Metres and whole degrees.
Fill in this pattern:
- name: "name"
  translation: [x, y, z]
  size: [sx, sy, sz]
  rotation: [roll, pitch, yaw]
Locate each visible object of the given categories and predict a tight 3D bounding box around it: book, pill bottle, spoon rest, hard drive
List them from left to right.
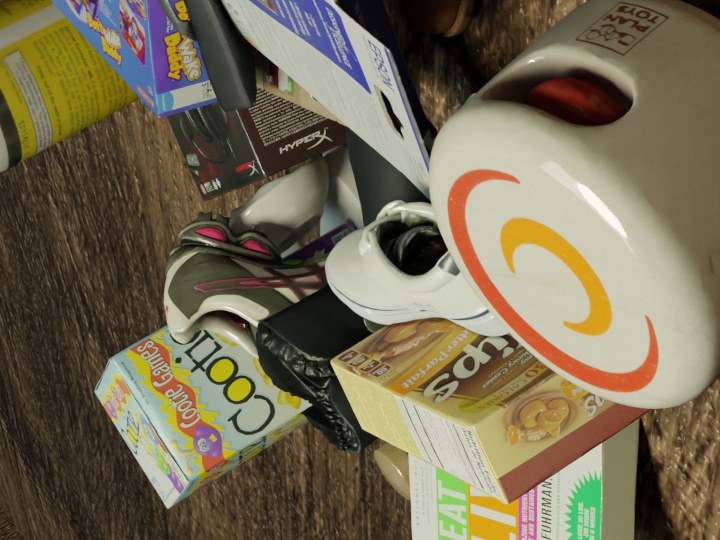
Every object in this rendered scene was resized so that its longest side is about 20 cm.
- name: "pill bottle"
  translation: [-0.223, -0.165, 1.787]
  size: [0.114, 0.200, 0.114]
  rotation: [49, 158, 28]
- name: "spoon rest"
  translation: [-0.066, -0.037, 1.685]
  size: [0.061, 0.099, 0.200]
  rotation: [49, 171, 8]
- name: "hard drive"
  translation: [0.016, 0.012, 1.713]
  size: [0.132, 0.025, 0.200]
  rotation: [51, 159, 24]
- name: "book"
  translation: [0.107, 0.148, 1.555]
  size: [0.200, 0.048, 0.134]
  rotation: [10, 102, 55]

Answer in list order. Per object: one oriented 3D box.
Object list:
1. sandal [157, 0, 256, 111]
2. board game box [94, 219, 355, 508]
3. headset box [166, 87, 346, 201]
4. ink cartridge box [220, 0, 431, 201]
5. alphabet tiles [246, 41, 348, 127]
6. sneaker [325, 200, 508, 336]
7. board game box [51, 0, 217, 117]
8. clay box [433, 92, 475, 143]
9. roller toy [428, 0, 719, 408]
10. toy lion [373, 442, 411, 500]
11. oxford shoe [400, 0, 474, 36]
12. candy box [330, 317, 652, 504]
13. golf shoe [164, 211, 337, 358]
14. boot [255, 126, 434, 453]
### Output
- name: "sandal"
  translation: [-0.110, -0.177, 1.457]
  size: [0.076, 0.043, 0.200]
  rotation: [-89, -14, -49]
- name: "board game box"
  translation: [-0.073, 0.067, 1.668]
  size: [0.103, 0.200, 0.105]
  rotation: [57, 161, 7]
- name: "headset box"
  translation: [-0.098, -0.160, 1.653]
  size: [0.200, 0.075, 0.149]
  rotation: [67, 159, -4]
- name: "ink cartridge box"
  translation: [-0.019, -0.144, 1.365]
  size: [0.200, 0.047, 0.198]
  rotation: [39, 168, 26]
- name: "alphabet tiles"
  translation: [-0.048, -0.200, 1.484]
  size: [0.167, 0.008, 0.200]
  rotation: [26, 128, 37]
- name: "sneaker"
  translation: [0.031, -0.012, 1.389]
  size: [0.071, 0.073, 0.200]
  rotation: [45, 161, -25]
- name: "board game box"
  translation: [-0.160, -0.208, 1.584]
  size: [0.200, 0.045, 0.135]
  rotation: [47, 147, 48]
- name: "clay box"
  translation: [0.120, -0.015, 1.383]
  size: [0.200, 0.048, 0.115]
  rotation: [60, 163, 4]
- name: "roller toy"
  translation: [0.139, -0.039, 1.164]
  size: [0.182, 0.140, 0.200]
  rotation: [47, 157, 4]
- name: "toy lion"
  translation: [0.099, 0.204, 1.744]
  size: [0.200, 0.069, 0.192]
  rotation: [32, 153, 53]
- name: "oxford shoe"
  translation: [0.015, -0.210, 1.332]
  size: [0.071, 0.071, 0.200]
  rotation: [36, 152, 45]
- name: "candy box"
  translation: [0.076, 0.062, 1.354]
  size: [0.055, 0.115, 0.200]
  rotation: [64, 163, -18]
- name: "golf shoe"
  translation: [-0.035, 0.028, 1.583]
  size: [0.077, 0.199, 0.088]
  rotation: [103, 176, -55]
- name: "boot"
  translation: [0.000, 0.000, 1.521]
  size: [0.200, 0.168, 0.076]
  rotation: [57, 161, 9]
